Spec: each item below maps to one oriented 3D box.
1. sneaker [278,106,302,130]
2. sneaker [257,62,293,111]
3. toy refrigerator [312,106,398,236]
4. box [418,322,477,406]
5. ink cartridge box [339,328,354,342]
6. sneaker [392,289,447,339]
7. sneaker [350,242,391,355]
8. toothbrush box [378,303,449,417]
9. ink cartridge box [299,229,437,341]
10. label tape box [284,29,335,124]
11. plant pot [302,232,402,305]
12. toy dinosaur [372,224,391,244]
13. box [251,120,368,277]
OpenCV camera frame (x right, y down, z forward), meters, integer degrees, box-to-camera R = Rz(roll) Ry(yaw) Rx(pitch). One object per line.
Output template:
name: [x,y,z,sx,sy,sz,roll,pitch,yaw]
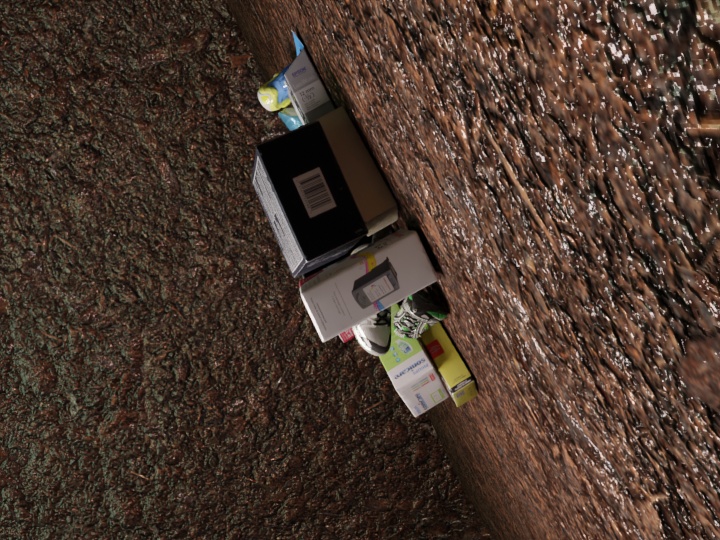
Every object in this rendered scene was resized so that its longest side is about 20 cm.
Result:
sneaker: [-0.133,-0.345,1.541,0.077,0.080,0.200,54,-177,-13]
sneaker: [-0.146,-0.410,1.490,0.076,0.104,0.201,52,-150,-18]
toy refrigerator: [-0.012,-0.167,1.165,0.203,0.069,0.076,62,176,14]
box: [0.151,0.151,1.295,0.202,0.049,0.076,62,179,32]
ink cartridge box: [0.004,0.082,1.844,0.087,0.197,0.148,62,177,-28]
sneaker: [0.098,0.084,1.183,0.078,0.086,0.200,40,174,11]
sneaker: [0.026,0.048,1.220,0.087,0.074,0.206,-23,75,56]
toothbrush box: [0.081,0.162,1.341,0.202,0.085,0.146,62,-178,37]
ink cartridge box: [0.007,0.017,1.073,0.087,0.197,0.148,62,177,-7]
label tape box: [-0.103,-0.338,1.321,0.203,0.065,0.143,61,177,1]
plant pot: [0.000,0.000,1.420,0.178,0.198,0.201,51,-175,-42]
toy dinosaur: [0.017,-0.107,1.241,0.100,0.079,0.200,6,-156,-37]
box: [-0.093,-0.114,1.163,0.204,0.121,0.198,66,165,2]
